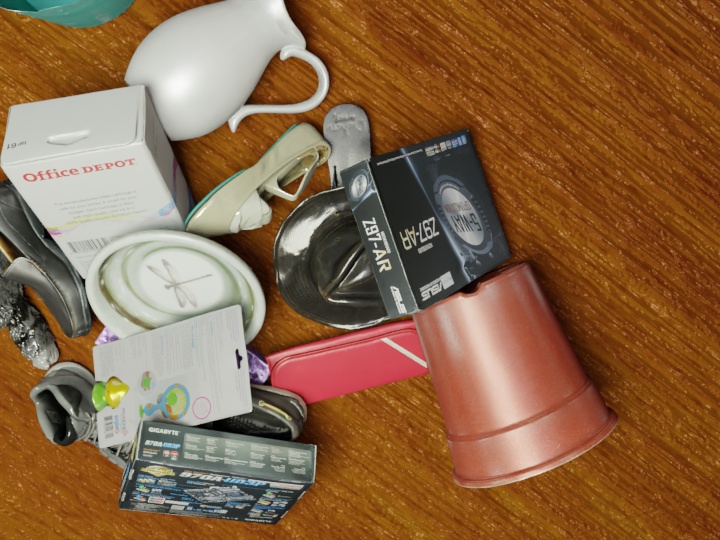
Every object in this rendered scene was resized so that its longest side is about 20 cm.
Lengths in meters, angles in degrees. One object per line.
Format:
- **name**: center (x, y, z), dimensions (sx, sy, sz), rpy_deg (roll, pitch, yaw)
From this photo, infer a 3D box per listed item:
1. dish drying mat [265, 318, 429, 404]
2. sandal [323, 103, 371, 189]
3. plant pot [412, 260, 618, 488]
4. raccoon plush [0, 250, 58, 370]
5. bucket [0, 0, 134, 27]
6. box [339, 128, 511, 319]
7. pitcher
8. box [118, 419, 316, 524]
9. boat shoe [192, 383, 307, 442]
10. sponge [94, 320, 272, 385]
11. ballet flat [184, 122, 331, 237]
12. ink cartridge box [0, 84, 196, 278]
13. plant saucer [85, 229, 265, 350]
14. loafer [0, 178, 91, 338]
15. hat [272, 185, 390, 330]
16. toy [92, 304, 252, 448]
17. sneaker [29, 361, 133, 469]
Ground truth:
- **dish drying mat**: center (-0.013, 0.114, 0.899), dimensions (0.195, 0.018, 0.078), rpy_deg (-13, 113, -6)
- **sandal**: center (-0.006, -0.093, 0.875), dimensions (0.074, 0.043, 0.205), rpy_deg (-16, 97, 1)
- **plant pot**: center (0.159, 0.107, 0.837), dimensions (0.197, 0.201, 0.199), rpy_deg (-23, 89, 2)
- **raccoon plush**: center (-0.467, 0.054, 0.866), dimensions (0.132, 0.097, 0.203), rpy_deg (-23, 97, 10)
- **bucket**: center (-0.327, -0.366, 0.791), dimensions (0.202, 0.135, 0.213), rpy_deg (0, 97, -2)
- **box**: center (0.078, -0.058, 0.812), dimensions (0.043, 0.198, 0.163), rpy_deg (-16, 96, 43)
- **pitcher**: center (-0.144, -0.219, 0.830), dimensions (0.199, 0.121, 0.173), rpy_deg (-39, 109, -8)
- **box**: center (-0.166, 0.236, 0.840), dimensions (0.196, 0.160, 0.047), rpy_deg (12, 52, -17)
- **boat shoe**: center (-0.162, 0.163, 0.861), dimensions (0.196, 0.061, 0.073), rpy_deg (7, 103, 2)
- **sponge**: center (-0.214, 0.101, 0.902), dimensions (0.199, 0.030, 0.112), rpy_deg (38, 95, -5)
- **ballet flat**: center (-0.107, -0.091, 0.827), dimensions (0.070, 0.069, 0.200), rpy_deg (46, 67, -6)
- **ink cartridge box**: center (-0.268, -0.089, 0.792), dimensions (0.141, 0.201, 0.086), rpy_deg (-9, 58, 0)
- **plant saucer**: center (-0.201, 0.019, 0.825), dimensions (0.195, 0.051, 0.203), rpy_deg (1, 135, 1)
- **loafer**: center (-0.382, -0.006, 0.855), dimensions (0.072, 0.072, 0.203), rpy_deg (-29, 91, 46)
- **hat**: center (0.000, 0.000, 0.834), dimensions (0.196, 0.081, 0.205), rpy_deg (-3, 116, -7)
- **toy**: center (-0.207, 0.122, 0.829), dimensions (0.196, 0.047, 0.118), rpy_deg (-15, 72, 14)
- **sneaker**: center (-0.307, 0.195, 0.869), dimensions (0.199, 0.116, 0.076), rpy_deg (37, 95, -5)
